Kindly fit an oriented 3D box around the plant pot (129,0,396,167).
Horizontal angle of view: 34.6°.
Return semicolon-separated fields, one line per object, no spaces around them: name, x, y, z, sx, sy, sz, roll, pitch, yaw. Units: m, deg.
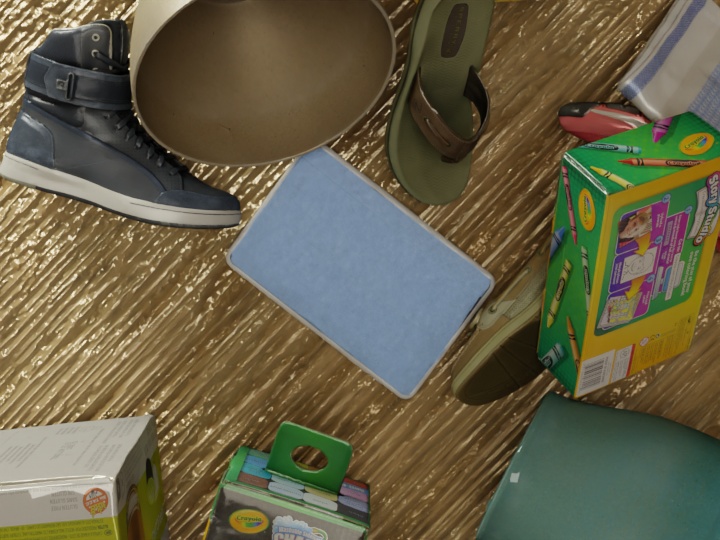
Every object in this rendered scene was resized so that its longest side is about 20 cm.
plant pot;-0.085;-0.195;0.880;0.198;0.201;0.136;-18;58;1

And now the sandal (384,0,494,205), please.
sandal;0.067;-0.129;0.890;0.079;0.057;0.203;-17;136;-22

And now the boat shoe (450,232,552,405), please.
boat shoe;0.142;0.025;0.952;0.201;0.063;0.073;-50;137;8

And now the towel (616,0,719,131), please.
towel;0.304;-0.126;0.912;0.200;0.024;0.147;41;58;0

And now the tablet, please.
tablet;0.000;0.000;0.969;0.199;0.014;0.131;37;94;-2

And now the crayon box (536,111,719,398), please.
crayon box;0.205;-0.009;0.878;0.117;0.058;0.202;-19;133;-21

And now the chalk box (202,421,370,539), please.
chalk box;-0.063;0.222;0.934;0.123;0.124;0.203;18;94;-1

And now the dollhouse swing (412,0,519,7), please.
dollhouse swing;0.070;-0.328;0.891;0.198;0.176;0.184;-11;130;-28

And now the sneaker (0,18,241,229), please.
sneaker;-0.179;-0.119;0.925;0.200;0.077;0.148;17;97;-1

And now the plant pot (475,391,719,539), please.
plant pot;0.199;0.195;0.905;0.186;0.200;0.202;28;95;12

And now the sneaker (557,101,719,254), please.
sneaker;0.244;-0.072;0.934;0.198;0.074;0.088;24;96;-2

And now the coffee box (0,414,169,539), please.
coffee box;-0.257;0.239;0.895;0.197;0.200;0.201;-6;96;0
